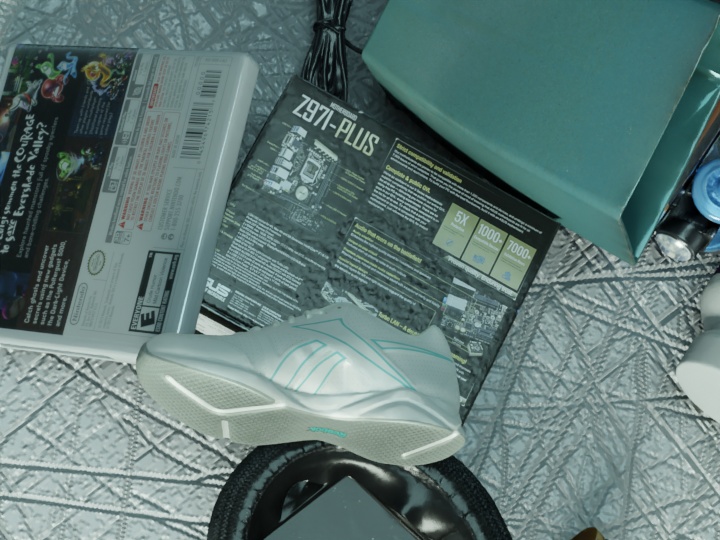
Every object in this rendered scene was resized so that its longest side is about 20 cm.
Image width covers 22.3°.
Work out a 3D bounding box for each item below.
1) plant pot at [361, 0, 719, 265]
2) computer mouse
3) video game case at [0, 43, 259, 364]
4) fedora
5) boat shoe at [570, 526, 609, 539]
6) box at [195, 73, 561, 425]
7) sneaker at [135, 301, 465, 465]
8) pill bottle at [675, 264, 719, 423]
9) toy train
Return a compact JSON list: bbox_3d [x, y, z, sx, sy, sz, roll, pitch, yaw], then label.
[{"bbox_3d":[0.111,-0.120,1.150,0.199,0.141,0.142,26,85,16],"label":"plant pot"},{"bbox_3d":[0.059,-0.165,1.246,0.198,0.046,0.142,2,83,0],"label":"computer mouse"},{"bbox_3d":[-0.166,-0.045,1.136,0.180,0.023,0.202,5,73,24],"label":"video game case"},{"bbox_3d":[-0.002,0.190,1.119,0.198,0.092,0.203,2,73,-8],"label":"fedora"},{"bbox_3d":[0.114,0.260,1.139,0.070,0.070,0.201,35,79,-5],"label":"boat shoe"},{"bbox_3d":[0.000,0.000,1.170,0.199,0.086,0.165,28,74,-3],"label":"box"},{"bbox_3d":[-0.035,0.059,1.073,0.198,0.071,0.081,11,59,-16],"label":"sneaker"},{"bbox_3d":[0.295,0.011,1.212,0.112,0.112,0.200,38,72,0],"label":"pill bottle"},{"bbox_3d":[0.242,-0.103,1.249,0.114,0.087,0.201,34,74,8],"label":"toy train"}]
